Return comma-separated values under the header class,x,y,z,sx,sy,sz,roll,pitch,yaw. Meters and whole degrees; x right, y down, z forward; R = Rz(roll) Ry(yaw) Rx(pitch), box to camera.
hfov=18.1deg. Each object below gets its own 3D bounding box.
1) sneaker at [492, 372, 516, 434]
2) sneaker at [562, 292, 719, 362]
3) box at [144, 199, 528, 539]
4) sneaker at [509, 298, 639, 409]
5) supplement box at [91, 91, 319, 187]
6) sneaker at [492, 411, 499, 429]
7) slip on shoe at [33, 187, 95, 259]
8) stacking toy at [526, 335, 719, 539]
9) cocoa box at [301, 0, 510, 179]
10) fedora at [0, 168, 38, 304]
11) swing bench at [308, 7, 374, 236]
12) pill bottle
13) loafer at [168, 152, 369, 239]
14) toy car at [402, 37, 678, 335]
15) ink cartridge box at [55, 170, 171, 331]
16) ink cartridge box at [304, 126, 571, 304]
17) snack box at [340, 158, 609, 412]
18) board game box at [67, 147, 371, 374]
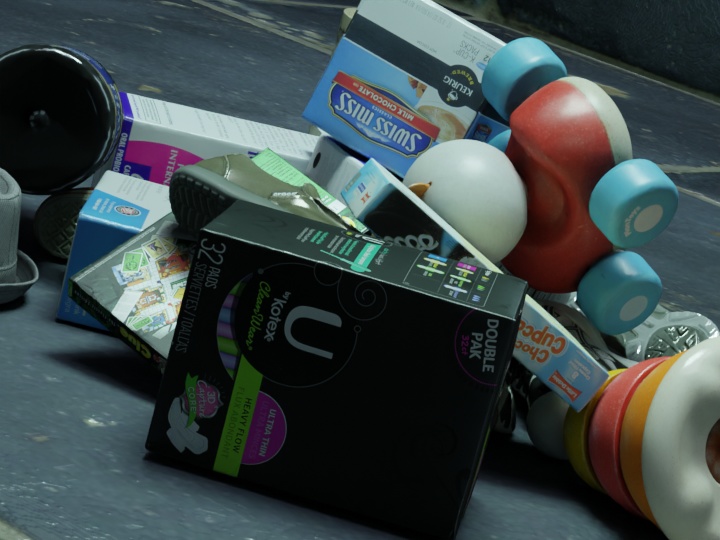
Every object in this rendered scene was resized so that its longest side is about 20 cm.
class,x,y,z,sx,sy,sz,roll,pitch,yaw
sneaker,0.058,0.066,1.651,0.083,0.081,0.200,-18,26,-9
sneaker,0.236,0.076,1.729,0.100,0.078,0.200,60,-6,-36
box,-0.011,0.058,1.400,0.199,0.149,0.124,16,12,5
sneaker,0.144,0.073,1.661,0.087,0.076,0.200,1,19,-46
supplement box,-0.119,-0.073,1.904,0.199,0.102,0.103,11,14,-14
sneaker,0.000,0.078,1.552,0.199,0.071,0.076,19,-11,22
slip on shoe,-0.159,-0.032,1.774,0.199,0.074,0.061,6,13,-16
stacking toy,0.188,0.112,1.522,0.146,0.147,0.200,5,-1,-36
cocoa box,0.061,-0.139,1.825,0.133,0.132,0.200,31,6,15
fedora,-0.320,-0.046,1.603,0.199,0.091,0.177,19,14,16
swing bench,0.040,-0.111,2.016,0.199,0.200,0.130,19,13,15
pill bottle,-0.240,-0.118,1.736,0.111,0.112,0.200,14,5,-4
loafer,-0.035,-0.026,1.512,0.200,0.075,0.070,32,48,19
toy car,0.095,-0.041,1.647,0.199,0.177,0.184,-20,50,-20
ink cartridge box,-0.108,0.003,1.648,0.199,0.084,0.145,14,14,-2
ink cartridge box,0.054,-0.041,1.816,0.198,0.043,0.200,28,8,-20
snack box,0.075,0.008,1.522,0.200,0.037,0.116,41,4,-11
board game box,-0.094,-0.007,1.547,0.105,0.024,0.200,36,50,23
